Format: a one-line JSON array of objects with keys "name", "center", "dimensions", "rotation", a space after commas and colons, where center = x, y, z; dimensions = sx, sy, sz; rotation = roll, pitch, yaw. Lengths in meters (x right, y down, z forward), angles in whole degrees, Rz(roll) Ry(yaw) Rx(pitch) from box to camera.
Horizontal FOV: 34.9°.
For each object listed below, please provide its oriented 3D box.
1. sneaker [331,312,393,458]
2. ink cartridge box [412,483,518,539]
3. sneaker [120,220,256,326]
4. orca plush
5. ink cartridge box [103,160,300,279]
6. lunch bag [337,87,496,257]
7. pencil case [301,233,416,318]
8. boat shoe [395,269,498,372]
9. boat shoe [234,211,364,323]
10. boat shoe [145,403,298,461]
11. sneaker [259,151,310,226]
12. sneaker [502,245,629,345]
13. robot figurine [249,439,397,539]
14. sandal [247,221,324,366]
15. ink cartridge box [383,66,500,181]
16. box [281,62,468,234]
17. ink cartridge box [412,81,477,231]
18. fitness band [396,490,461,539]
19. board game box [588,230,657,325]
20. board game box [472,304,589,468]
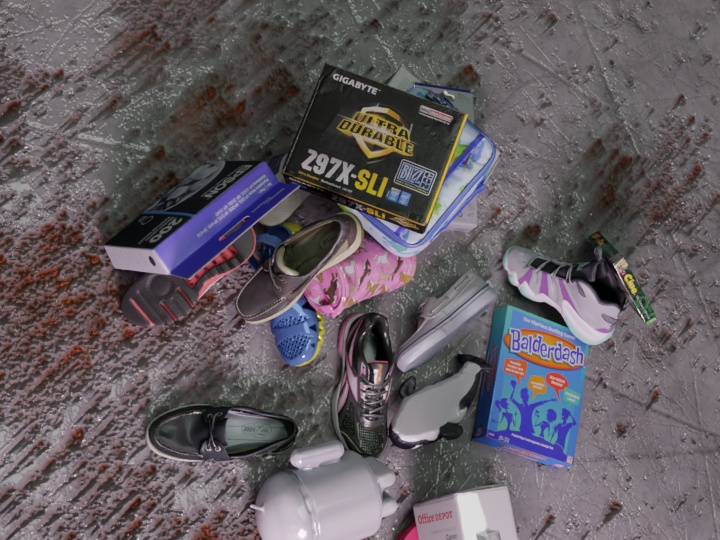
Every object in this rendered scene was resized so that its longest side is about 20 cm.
[{"name": "sneaker", "center": [0.008, 0.150, 1.543], "dimensions": [0.079, 0.086, 0.203], "rotation": [0, 77, -23]}, {"name": "ink cartridge box", "center": [0.144, 0.386, 1.470], "dimensions": [0.084, 0.146, 0.203], "rotation": [-2, 74, -22]}, {"name": "sneaker", "center": [-0.219, 0.007, 1.489], "dimensions": [0.199, 0.087, 0.074], "rotation": [-35, 96, -4]}, {"name": "orca plush", "center": [0.100, 0.191, 1.594], "dimensions": [0.104, 0.071, 0.201], "rotation": [30, 48, 6]}, {"name": "ink cartridge box", "center": [-0.203, -0.069, 1.443], "dimensions": [0.198, 0.199, 0.044], "rotation": [-43, 119, -28]}, {"name": "lunch bag", "center": [0.075, -0.129, 1.522], "dimensions": [0.161, 0.083, 0.200], "rotation": [42, 79, 7]}, {"name": "pencil case", "center": [0.000, 0.000, 1.540], "dimensions": [0.083, 0.087, 0.199], "rotation": [44, 32, 16]}, {"name": "boat shoe", "center": [0.109, 0.070, 1.630], "dimensions": [0.199, 0.074, 0.067], "rotation": [-34, 73, -35]}, {"name": "boat shoe", "center": [-0.087, -0.008, 1.431], "dimensions": [0.200, 0.066, 0.072], "rotation": [-36, 70, 15]}, {"name": "boat shoe", "center": [-0.171, 0.206, 1.456], "dimensions": [0.197, 0.066, 0.076], "rotation": [9, 73, -22]}, {"name": "sneaker", "center": [-0.078, -0.144, 1.567], "dimensions": [0.199, 0.084, 0.076], "rotation": [-34, 125, -13]}, {"name": "sneaker", "center": [0.308, 0.002, 1.669], "dimensions": [0.199, 0.141, 0.078], "rotation": [38, 52, 11]}, {"name": "robot figurine", "center": [-0.050, 0.300, 1.460], "dimensions": [0.198, 0.113, 0.172], "rotation": [-12, 105, -27]}, {"name": "sandal", "center": [-0.106, 0.029, 1.516], "dimensions": [0.087, 0.079, 0.202], "rotation": [12, 58, -58]}, {"name": "ink cartridge box", "center": [0.084, -0.170, 1.665], "dimensions": [0.199, 0.083, 0.146], "rotation": [39, 65, -10]}, {"name": "box", "center": [0.018, -0.156, 1.462], "dimensions": [0.198, 0.049, 0.161], "rotation": [21, 78, 5]}, {"name": "ink cartridge box", "center": [0.112, -0.159, 1.606], "dimensions": [0.098, 0.039, 0.203], "rotation": [5, 77, -20]}, {"name": "fitness band", "center": [0.126, 0.391, 1.563], "dimensions": [0.199, 0.037, 0.144], "rotation": [-35, 89, -29]}, {"name": "board game box", "center": [0.388, 0.007, 1.701], "dimensions": [0.023, 0.200, 0.105], "rotation": [-32, 101, 8]}, {"name": "board game box", "center": [0.252, 0.170, 1.673], "dimensions": [0.150, 0.045, 0.202], "rotation": [19, 68, -19]}]
